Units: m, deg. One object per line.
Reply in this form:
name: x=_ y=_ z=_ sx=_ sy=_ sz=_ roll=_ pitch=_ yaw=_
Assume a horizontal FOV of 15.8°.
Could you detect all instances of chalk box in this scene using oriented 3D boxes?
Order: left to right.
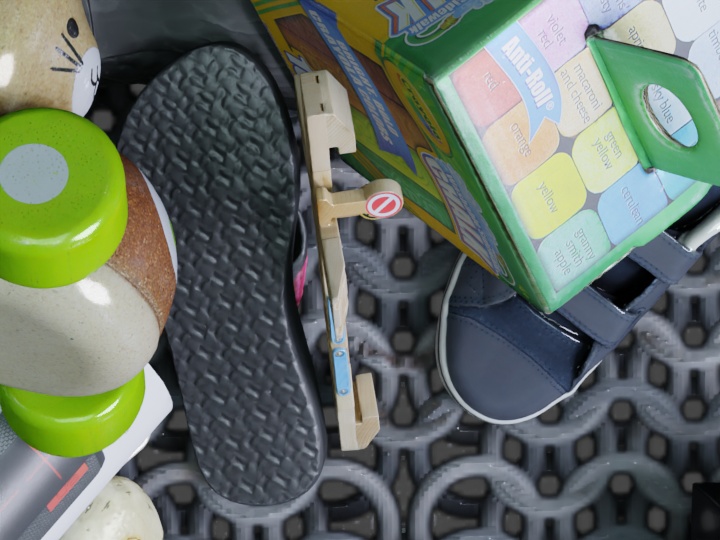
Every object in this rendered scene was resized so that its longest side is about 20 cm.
chalk box: x=0.064 y=-0.079 z=0.953 sx=0.124 sy=0.200 sz=0.125 roll=-37 pitch=128 yaw=-11

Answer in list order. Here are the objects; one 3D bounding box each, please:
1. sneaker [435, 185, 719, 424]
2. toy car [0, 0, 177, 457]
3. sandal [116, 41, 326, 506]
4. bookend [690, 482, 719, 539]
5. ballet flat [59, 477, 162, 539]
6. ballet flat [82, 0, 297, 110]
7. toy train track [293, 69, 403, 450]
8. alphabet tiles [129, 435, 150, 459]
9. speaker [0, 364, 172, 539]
sneaker: x=0.100 y=-0.022 z=1.051 sx=0.078 sy=0.079 sz=0.200 roll=34 pitch=94 yaw=-9
toy car: x=-0.122 y=-0.065 z=0.921 sx=0.157 sy=0.165 sz=0.201 roll=15 pitch=63 yaw=6
sandal: x=-0.053 y=0.000 z=1.055 sx=0.075 sy=0.045 sz=0.201 roll=-3 pitch=115 yaw=10
bookend: x=0.139 y=0.174 z=1.068 sx=0.199 sy=0.092 sz=0.200 roll=0 pitch=95 yaw=-3
ballet flat: x=-0.099 y=0.182 z=1.052 sx=0.066 sy=0.057 sz=0.201 roll=-6 pitch=105 yaw=-37
ballet flat: x=-0.066 y=-0.104 z=1.046 sx=0.199 sy=0.057 sz=0.067 roll=3 pitch=109 yaw=-12
toy train track: x=0.000 y=0.000 z=1.005 sx=0.032 sy=0.115 sz=0.201 roll=-8 pitch=140 yaw=-3
alphabet tiles: x=-0.179 y=0.025 z=1.025 sx=0.200 sy=0.015 sz=0.196 roll=-40 pitch=102 yaw=-21
speaker: x=-0.162 y=0.097 z=0.979 sx=0.081 sy=0.081 sz=0.200 roll=44 pitch=71 yaw=-8
